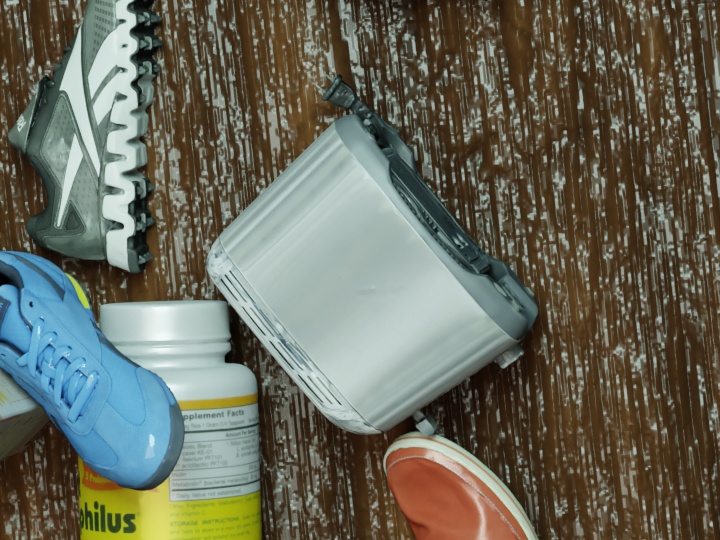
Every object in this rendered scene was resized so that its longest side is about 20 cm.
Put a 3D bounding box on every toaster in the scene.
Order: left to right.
[{"bbox_3d":[0.000,0.000,1.660,0.129,0.114,0.200,-41,89,10],"label":"toaster"}]

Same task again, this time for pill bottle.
[{"bbox_3d":[-0.114,0.120,1.682,0.108,0.109,0.202,-1,91,9],"label":"pill bottle"}]

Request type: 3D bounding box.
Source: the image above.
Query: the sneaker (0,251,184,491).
[{"bbox_3d":[-0.172,0.055,1.612,0.066,0.078,0.200,-53,46,11],"label":"sneaker"}]

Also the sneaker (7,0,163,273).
[{"bbox_3d":[-0.168,-0.100,1.706,0.090,0.066,0.202,3,94,6],"label":"sneaker"}]

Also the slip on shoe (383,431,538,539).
[{"bbox_3d":[0.072,0.186,1.670,0.074,0.061,0.201,-30,88,42],"label":"slip on shoe"}]

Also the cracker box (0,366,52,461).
[{"bbox_3d":[-0.251,0.051,1.656,0.058,0.200,0.134,-45,85,8],"label":"cracker box"}]
